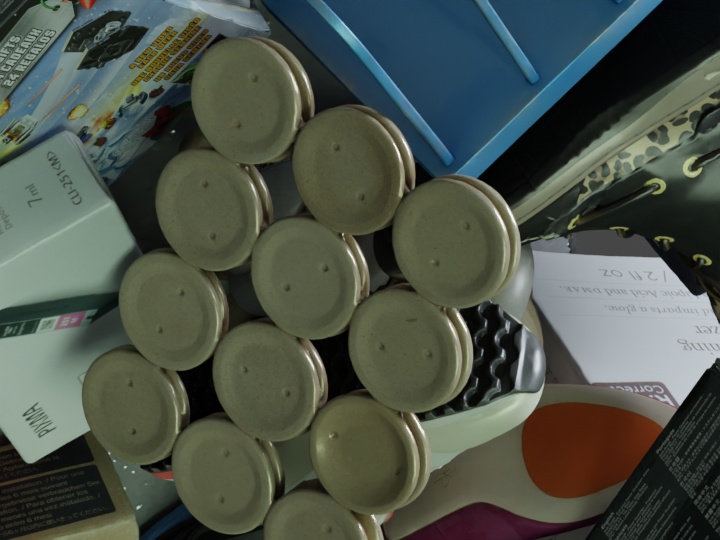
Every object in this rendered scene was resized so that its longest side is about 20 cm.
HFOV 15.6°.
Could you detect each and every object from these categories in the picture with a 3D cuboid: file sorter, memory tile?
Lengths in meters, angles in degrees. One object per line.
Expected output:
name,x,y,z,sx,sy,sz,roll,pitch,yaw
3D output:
file sorter,0.048,-0.163,1.016,0.200,0.139,0.123,-43,145,0
memory tile,-0.027,0.022,1.029,0.017,0.153,0.201,-27,146,-55

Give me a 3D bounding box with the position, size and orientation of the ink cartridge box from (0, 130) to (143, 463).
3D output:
ink cartridge box,-0.168,0.036,1.108,0.173,0.044,0.200,-31,158,-5

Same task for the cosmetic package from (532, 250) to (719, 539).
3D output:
cosmetic package,0.147,0.114,1.281,0.164,0.200,0.166,1,126,-28

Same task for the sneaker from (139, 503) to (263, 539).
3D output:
sneaker,-0.033,0.119,1.272,0.200,0.083,0.071,-44,133,10

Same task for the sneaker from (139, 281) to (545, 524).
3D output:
sneaker,0.005,0.065,1.100,0.199,0.071,0.093,-15,141,33

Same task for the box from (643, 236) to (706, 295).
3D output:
box,0.186,-0.131,1.159,0.199,0.124,0.197,-28,132,-4

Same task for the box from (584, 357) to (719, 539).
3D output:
box,0.172,0.157,1.128,0.163,0.086,0.201,18,114,-36

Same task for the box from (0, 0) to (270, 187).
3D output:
box,-0.149,-0.058,1.048,0.200,0.040,0.137,-41,155,22

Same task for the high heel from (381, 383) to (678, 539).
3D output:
high heel,0.069,0.100,1.188,0.199,0.068,0.096,-8,157,22

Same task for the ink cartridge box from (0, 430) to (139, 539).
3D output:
ink cartridge box,-0.188,0.184,1.250,0.164,0.075,0.201,-12,132,-17

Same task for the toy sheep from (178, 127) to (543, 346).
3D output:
toy sheep,0.000,0.000,1.165,0.199,0.138,0.138,30,110,-22

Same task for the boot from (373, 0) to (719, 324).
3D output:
boot,0.121,-0.024,1.087,0.200,0.073,0.151,-36,126,16
